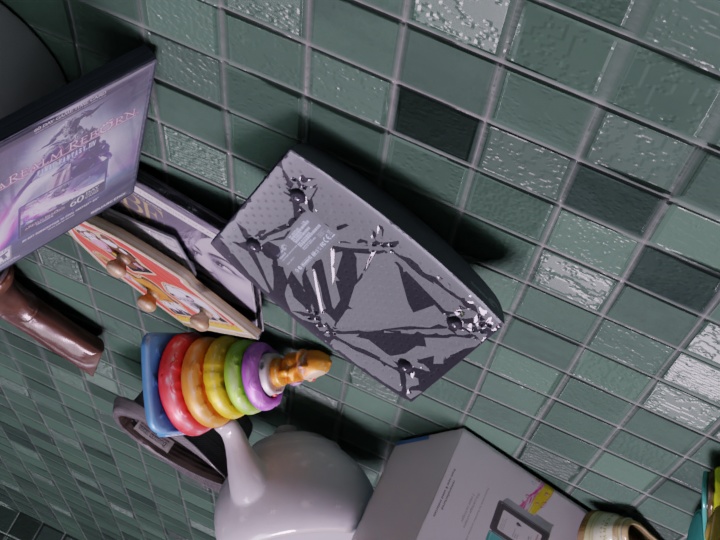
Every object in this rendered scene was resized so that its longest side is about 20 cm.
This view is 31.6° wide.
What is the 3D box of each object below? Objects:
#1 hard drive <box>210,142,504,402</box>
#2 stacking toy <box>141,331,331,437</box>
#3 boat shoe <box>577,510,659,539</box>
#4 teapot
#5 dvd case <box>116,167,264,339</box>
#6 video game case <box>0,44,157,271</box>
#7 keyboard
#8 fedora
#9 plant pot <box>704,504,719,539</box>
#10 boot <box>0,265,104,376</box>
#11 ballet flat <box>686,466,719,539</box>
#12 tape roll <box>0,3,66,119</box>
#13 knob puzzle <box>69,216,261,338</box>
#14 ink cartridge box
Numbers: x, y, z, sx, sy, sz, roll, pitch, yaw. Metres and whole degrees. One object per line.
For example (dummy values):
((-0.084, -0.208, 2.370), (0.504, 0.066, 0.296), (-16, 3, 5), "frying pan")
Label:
((0.000, 0.000, 0.951), (0.200, 0.042, 0.135), (39, 131, -7), "hard drive")
((-0.117, 0.108, 1.300), (0.200, 0.110, 0.116), (-9, 173, 25), "stacking toy")
((0.302, 0.320, 1.314), (0.200, 0.073, 0.063), (43, 149, -26), "boat shoe")
((-0.073, 0.246, 1.434), (0.197, 0.146, 0.200), (-1, 152, -15), "teapot")
((-0.155, -0.016, 1.150), (0.149, 0.016, 0.200), (31, 157, 12), "dvd case")
((-0.223, -0.077, 0.954), (0.019, 0.143, 0.200), (50, 153, 10), "video game case")
((-0.231, -0.044, 1.166), (0.200, 0.011, 0.056), (22, 158, 31), "keyboard")
((-0.200, 0.187, 1.533), (0.200, 0.090, 0.177), (20, 154, 33), "fedora")
((0.357, 0.274, 0.983), (0.200, 0.196, 0.194), (10, 152, 16), "plant pot")
((-0.363, 0.055, 1.465), (0.200, 0.064, 0.186), (41, 165, -23), "boot")
((0.329, 0.231, 1.128), (0.067, 0.067, 0.200), (2, 149, 10), "ballet flat")
((-0.350, -0.131, 0.992), (0.202, 0.139, 0.203), (21, 155, 11), "tape roll")
((-0.208, 0.007, 1.193), (0.219, 0.030, 0.220), (30, 165, 9), "knob puzzle")
((0.120, 0.284, 1.334), (0.200, 0.146, 0.147), (35, 154, -17), "ink cartridge box")
